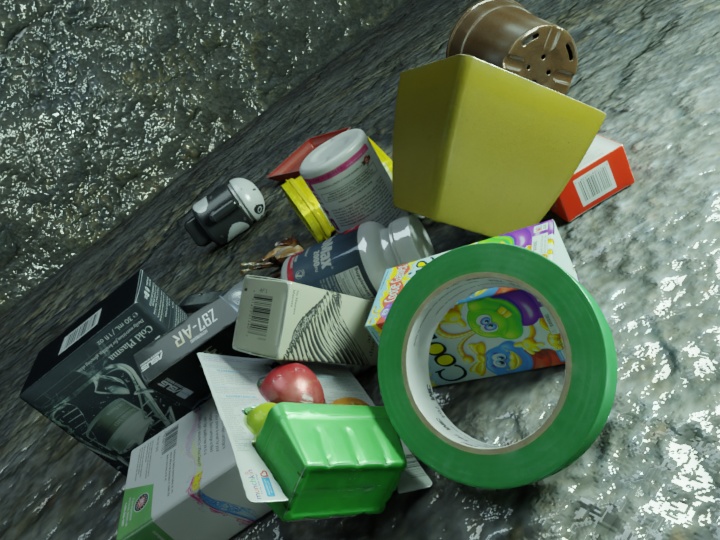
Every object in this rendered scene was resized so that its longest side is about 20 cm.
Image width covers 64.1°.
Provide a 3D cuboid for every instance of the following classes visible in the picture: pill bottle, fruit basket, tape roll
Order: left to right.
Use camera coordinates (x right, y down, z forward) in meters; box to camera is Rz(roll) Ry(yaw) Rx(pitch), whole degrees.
[{"bbox_3d":[-0.053,0.148,0.558,0.200,0.184,0.094,37,112,53],"label":"fruit basket"},{"bbox_3d":[0.000,0.000,0.805,0.199,0.120,0.120,-23,28,21],"label":"pill bottle"},{"bbox_3d":[0.003,-0.101,0.878,0.113,0.201,0.114,-26,26,14],"label":"pill bottle"},{"bbox_3d":[0.111,0.079,0.494,0.199,0.048,0.202,-9,73,32],"label":"tape roll"}]

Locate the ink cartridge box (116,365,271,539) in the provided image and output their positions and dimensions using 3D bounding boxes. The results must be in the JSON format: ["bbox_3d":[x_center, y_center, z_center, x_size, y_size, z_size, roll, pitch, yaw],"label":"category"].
[{"bbox_3d":[-0.161,0.220,0.653,0.199,0.084,0.145,-34,26,0],"label":"ink cartridge box"}]

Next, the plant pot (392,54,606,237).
[{"bbox_3d":[0.145,-0.141,0.733,0.200,0.198,0.178,-141,67,-69],"label":"plant pot"}]

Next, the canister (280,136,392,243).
[{"bbox_3d":[-0.036,-0.164,1.126,0.199,0.087,0.149,-34,52,-5],"label":"canister"}]

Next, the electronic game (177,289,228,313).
[{"bbox_3d":[-0.199,0.048,0.941,0.198,0.042,0.200,-7,0,0],"label":"electronic game"}]

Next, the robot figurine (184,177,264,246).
[{"bbox_3d":[-0.332,-0.140,1.422,0.199,0.125,0.150,-35,43,-3],"label":"robot figurine"}]

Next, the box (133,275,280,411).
[{"bbox_3d":[-0.153,0.108,0.713,0.160,0.200,0.044,-35,58,-4],"label":"box"}]

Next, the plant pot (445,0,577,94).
[{"bbox_3d":[0.289,-0.396,1.085,0.199,0.201,0.199,-32,33,3],"label":"plant pot"}]

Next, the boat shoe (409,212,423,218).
[{"bbox_3d":[0.082,-0.109,0.958,0.074,0.065,0.200,-55,11,-23],"label":"boat shoe"}]

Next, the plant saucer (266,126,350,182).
[{"bbox_3d":[-0.137,-0.311,1.585,0.199,0.037,0.200,0,41,49],"label":"plant saucer"}]

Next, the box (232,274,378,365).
[{"bbox_3d":[-0.048,0.062,0.652,0.068,0.199,0.083,6,85,34],"label":"box"}]

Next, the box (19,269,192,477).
[{"bbox_3d":[-0.320,0.146,0.819,0.200,0.197,0.124,-39,28,1],"label":"box"}]

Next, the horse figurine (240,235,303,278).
[{"bbox_3d":[-0.151,-0.020,1.075,0.132,0.050,0.200,-21,13,-20],"label":"horse figurine"}]

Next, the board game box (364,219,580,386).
[{"bbox_3d":[0.123,0.041,0.610,0.199,0.103,0.105,-18,30,30],"label":"board game box"}]

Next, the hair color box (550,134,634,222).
[{"bbox_3d":[0.277,-0.150,0.807,0.101,0.061,0.200,-31,27,6],"label":"hair color box"}]
